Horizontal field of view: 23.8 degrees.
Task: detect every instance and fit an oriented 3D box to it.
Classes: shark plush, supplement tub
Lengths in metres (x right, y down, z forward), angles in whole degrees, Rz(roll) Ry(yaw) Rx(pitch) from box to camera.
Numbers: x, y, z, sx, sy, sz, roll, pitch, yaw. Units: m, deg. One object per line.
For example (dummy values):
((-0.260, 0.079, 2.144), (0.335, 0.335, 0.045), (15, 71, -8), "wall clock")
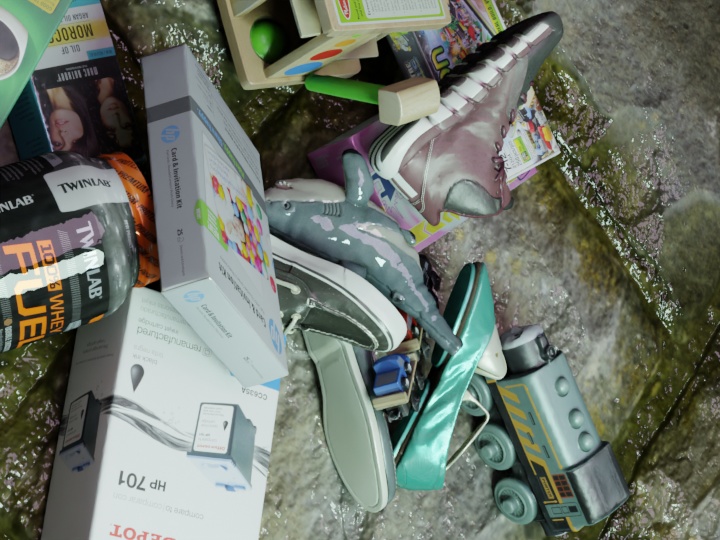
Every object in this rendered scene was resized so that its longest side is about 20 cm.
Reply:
((0.000, 0.000, 1.397), (0.201, 0.091, 0.083), (52, 47, -6), "shark plush")
((-0.243, -0.009, 1.178), (0.198, 0.122, 0.124), (-20, 93, -24), "supplement tub")

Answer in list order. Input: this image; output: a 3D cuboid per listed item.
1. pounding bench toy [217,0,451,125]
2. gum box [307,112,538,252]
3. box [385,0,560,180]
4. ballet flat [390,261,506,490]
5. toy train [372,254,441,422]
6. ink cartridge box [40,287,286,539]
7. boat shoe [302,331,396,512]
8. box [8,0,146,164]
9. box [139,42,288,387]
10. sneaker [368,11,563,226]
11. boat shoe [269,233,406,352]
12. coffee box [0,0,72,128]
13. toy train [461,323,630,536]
((-0.024, -0.195, 1.390), (0.123, 0.155, 0.202), (-11, 83, -38), "pounding bench toy")
((0.061, -0.097, 1.500), (0.199, 0.066, 0.114), (-33, 101, -38), "gum box")
((0.090, -0.171, 1.476), (0.110, 0.035, 0.202), (-29, 96, -39), "box")
((0.083, 0.094, 1.443), (0.070, 0.067, 0.202), (22, 92, -9), "ballet flat")
((0.038, 0.051, 1.421), (0.201, 0.034, 0.046), (-77, 146, -53), "toy train")
((-0.145, 0.131, 1.277), (0.145, 0.085, 0.202), (19, 67, -34), "ink cartridge box")
((0.004, 0.096, 1.411), (0.061, 0.073, 0.202), (-11, 83, -35), "boat shoe")
((-0.233, -0.167, 1.292), (0.082, 0.049, 0.202), (-18, 91, -39), "box")
((-0.106, -0.039, 1.239), (0.156, 0.041, 0.202), (57, 21, -56), "box")
((0.110, -0.115, 1.411), (0.200, 0.076, 0.116), (-40, 103, -4), "sneaker")
((-0.061, 0.021, 1.341), (0.198, 0.071, 0.064), (27, 60, 8), "boat shoe")
((-0.283, -0.176, 1.214), (0.122, 0.044, 0.202), (29, 77, -16), "coffee box")
((0.158, 0.139, 1.497), (0.085, 0.113, 0.202), (-28, 98, -39), "toy train")
